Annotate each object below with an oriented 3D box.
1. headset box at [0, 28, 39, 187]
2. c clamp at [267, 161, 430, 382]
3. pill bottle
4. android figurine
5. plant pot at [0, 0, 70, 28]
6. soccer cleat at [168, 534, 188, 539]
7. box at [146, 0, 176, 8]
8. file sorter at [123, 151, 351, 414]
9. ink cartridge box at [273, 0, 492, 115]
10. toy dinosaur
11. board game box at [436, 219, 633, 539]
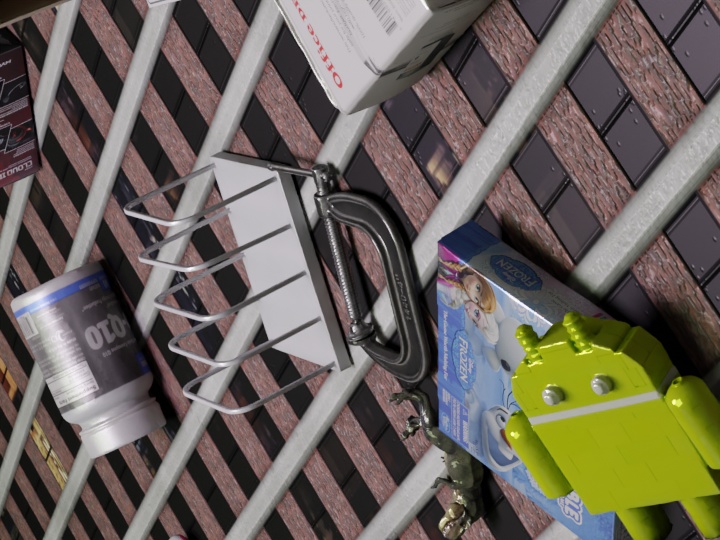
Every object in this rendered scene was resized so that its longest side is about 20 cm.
[{"bbox_3d":[-0.438,-0.197,2.561,0.149,0.075,0.201,43,148,37],"label":"headset box"},{"bbox_3d":[0.000,0.000,1.949,0.170,0.027,0.201,8,119,56],"label":"c clamp"},{"bbox_3d":[-0.302,0.102,2.531,0.201,0.113,0.114,65,155,-1],"label":"pill bottle"},{"bbox_3d":[0.182,0.110,1.590,0.181,0.041,0.200,-14,118,44],"label":"android figurine"},{"bbox_3d":[-0.358,-0.339,2.150,0.201,0.199,0.177,69,166,-12],"label":"plant pot"},{"bbox_3d":[-0.214,0.410,2.683,0.070,0.086,0.201,32,140,49],"label":"soccer cleat"},{"bbox_3d":[-0.171,-0.331,1.922,0.116,0.060,0.201,3,116,63],"label":"box"},{"bbox_3d":[-0.118,0.012,2.070,0.139,0.124,0.201,15,126,58],"label":"file sorter"},{"bbox_3d":[0.014,-0.220,1.635,0.146,0.084,0.200,61,154,7],"label":"ink cartridge box"},{"bbox_3d":[0.071,0.136,1.907,0.088,0.047,0.201,26,136,27],"label":"toy dinosaur"},{"bbox_3d":[0.138,0.092,1.714,0.199,0.043,0.201,35,143,36],"label":"board game box"}]
